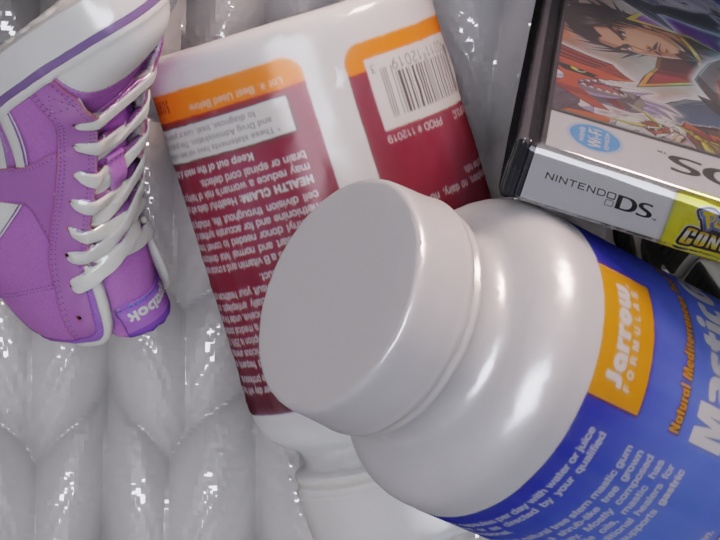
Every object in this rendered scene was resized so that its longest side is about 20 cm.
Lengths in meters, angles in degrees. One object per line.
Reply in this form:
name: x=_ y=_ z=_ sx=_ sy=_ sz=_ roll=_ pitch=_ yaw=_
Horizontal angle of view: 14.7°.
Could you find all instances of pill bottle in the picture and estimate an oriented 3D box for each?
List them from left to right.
pill bottle: x=0.000 y=0.000 z=1.061 sx=0.114 sy=0.114 sz=0.201 roll=-16 pitch=96 yaw=3
pill bottle: x=0.066 y=0.042 z=0.965 sx=0.200 sy=0.112 sz=0.112 roll=25 pitch=98 yaw=-36

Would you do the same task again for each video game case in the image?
video game case: x=0.147 y=-0.052 z=1.011 sx=0.180 sy=0.200 sz=0.026 roll=17 pitch=118 yaw=-1

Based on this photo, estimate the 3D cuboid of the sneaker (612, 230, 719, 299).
sneaker: x=0.178 y=0.032 z=1.086 sx=0.083 sy=0.081 sz=0.200 roll=-38 pitch=80 yaw=-27

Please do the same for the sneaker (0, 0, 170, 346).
sneaker: x=-0.095 y=-0.037 z=1.034 sx=0.073 sy=0.200 sz=0.114 roll=-40 pitch=91 yaw=-32

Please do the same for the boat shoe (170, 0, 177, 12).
boat shoe: x=-0.089 y=-0.186 z=1.073 sx=0.062 sy=0.072 sz=0.201 roll=13 pitch=93 yaw=24
